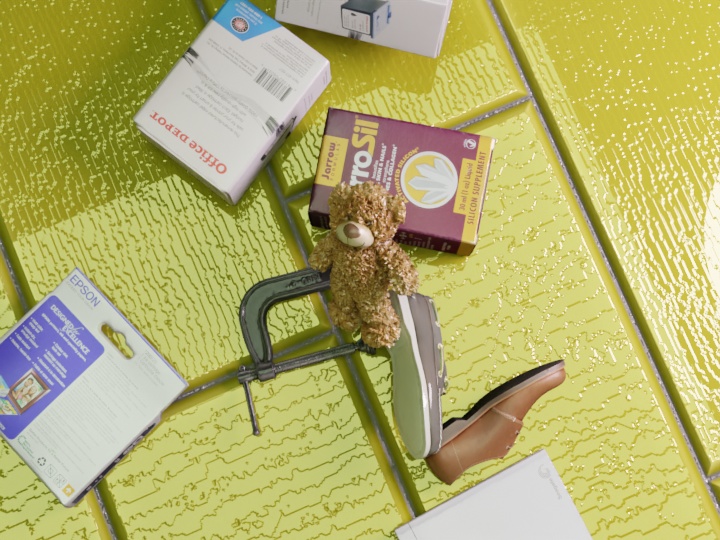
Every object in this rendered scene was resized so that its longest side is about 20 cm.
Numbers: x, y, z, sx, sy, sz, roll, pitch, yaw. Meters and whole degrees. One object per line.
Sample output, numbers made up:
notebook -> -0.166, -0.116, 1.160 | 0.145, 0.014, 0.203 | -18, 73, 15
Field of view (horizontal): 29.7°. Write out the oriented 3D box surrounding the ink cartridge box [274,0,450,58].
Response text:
ink cartridge box -> 0.012, -0.346, 1.604 | 0.198, 0.086, 0.147 | 12, 48, 2

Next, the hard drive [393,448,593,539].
hard drive -> 0.156, 0.311, 1.565 | 0.199, 0.027, 0.133 | -27, 83, -5

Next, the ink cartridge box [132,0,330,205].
ink cartridge box -> -0.150, -0.202, 1.610 | 0.146, 0.084, 0.200 | 37, 84, 5

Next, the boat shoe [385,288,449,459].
boat shoe -> 0.071, 0.117, 1.554 | 0.060, 0.072, 0.203 | 4, 63, -28

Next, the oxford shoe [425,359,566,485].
oxford shoe -> 0.163, 0.174, 1.568 | 0.199, 0.071, 0.071 | -37, 88, 6

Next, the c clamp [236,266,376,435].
c clamp -> -0.060, 0.081, 1.602 | 0.199, 0.027, 0.172 | -20, 77, -2

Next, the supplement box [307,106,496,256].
supplement box -> 0.047, -0.103, 1.588 | 0.198, 0.103, 0.132 | 10, 83, 2

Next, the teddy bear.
teddy bear -> 0.000, 0.000, 1.514 | 0.067, 0.201, 0.145 | -26, 61, -34

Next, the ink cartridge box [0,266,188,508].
ink cartridge box -> -0.333, 0.135, 1.579 | 0.200, 0.043, 0.198 | -44, 84, -4
